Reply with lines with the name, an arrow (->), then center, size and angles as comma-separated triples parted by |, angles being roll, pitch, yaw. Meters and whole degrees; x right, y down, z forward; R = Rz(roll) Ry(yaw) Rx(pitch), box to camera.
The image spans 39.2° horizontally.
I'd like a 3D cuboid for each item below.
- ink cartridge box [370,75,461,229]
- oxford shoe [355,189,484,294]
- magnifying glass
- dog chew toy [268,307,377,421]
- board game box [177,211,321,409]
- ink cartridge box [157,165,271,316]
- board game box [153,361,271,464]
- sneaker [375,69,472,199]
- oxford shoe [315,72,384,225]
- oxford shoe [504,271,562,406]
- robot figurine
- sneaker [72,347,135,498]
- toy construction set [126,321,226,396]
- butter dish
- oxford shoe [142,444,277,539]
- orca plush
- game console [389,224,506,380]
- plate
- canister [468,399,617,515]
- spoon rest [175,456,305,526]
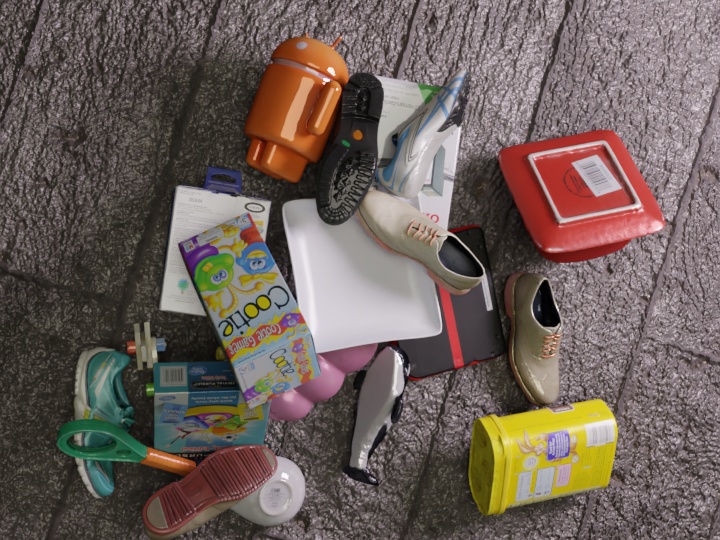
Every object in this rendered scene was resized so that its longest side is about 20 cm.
ink cartridge box -> 0.061, -0.159, 1.429 | 0.143, 0.084, 0.204 | 7, 92, -12
oxford shoe -> 0.082, -0.047, 1.324 | 0.198, 0.074, 0.071 | 33, 71, -9
magnifying glass -> -0.303, 0.237, 1.321 | 0.198, 0.079, 0.023 | 25, 43, -37
dog chew toy -> -0.064, 0.122, 1.398 | 0.124, 0.124, 0.201 | 39, 88, -11
board game box -> -0.139, 0.048, 1.257 | 0.102, 0.106, 0.201 | -24, 57, -10
ink cartridge box -> -0.197, -0.039, 1.383 | 0.134, 0.076, 0.204 | 8, 92, -14
board game box -> -0.199, 0.193, 1.339 | 0.148, 0.201, 0.048 | 0, 53, -12
sneaker -> 0.087, -0.191, 1.358 | 0.072, 0.072, 0.202 | 28, 78, 18
oxford shoe -> -0.011, -0.150, 1.333 | 0.071, 0.084, 0.203 | 17, 77, -2
oxford shoe -> 0.261, 0.104, 1.478 | 0.070, 0.074, 0.204 | -17, 98, -26
robot figurine -> -0.086, -0.224, 1.358 | 0.115, 0.144, 0.203 | 21, 88, 1
sneaker -> -0.342, 0.206, 1.357 | 0.078, 0.078, 0.204 | 0, 93, -1
toy construction set -> -0.219, 0.134, 1.365 | 0.196, 0.132, 0.093 | 7, 50, -3
butter dish -> 0.307, -0.083, 1.464 | 0.196, 0.149, 0.202 | -12, 54, -10
oxford shoe -> -0.202, 0.295, 1.346 | 0.197, 0.075, 0.071 | -21, 64, -28
orca plush -> 0.040, 0.207, 1.450 | 0.070, 0.104, 0.204 | 8, 89, -41
game console -> 0.117, 0.049, 1.483 | 0.174, 0.031, 0.204 | -14, 96, -17
plate -> 0.000, 0.000, 1.344 | 0.196, 0.032, 0.204 | -7, 82, -19
canister -> 0.266, 0.270, 1.476 | 0.196, 0.087, 0.151 | -8, 123, -14
spoon rest -> -0.170, 0.310, 1.423 | 0.197, 0.060, 0.101 | 7, 92, -26
